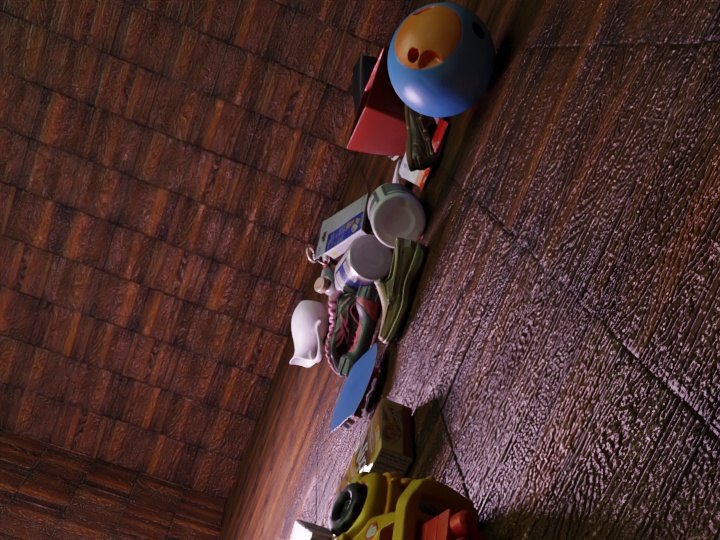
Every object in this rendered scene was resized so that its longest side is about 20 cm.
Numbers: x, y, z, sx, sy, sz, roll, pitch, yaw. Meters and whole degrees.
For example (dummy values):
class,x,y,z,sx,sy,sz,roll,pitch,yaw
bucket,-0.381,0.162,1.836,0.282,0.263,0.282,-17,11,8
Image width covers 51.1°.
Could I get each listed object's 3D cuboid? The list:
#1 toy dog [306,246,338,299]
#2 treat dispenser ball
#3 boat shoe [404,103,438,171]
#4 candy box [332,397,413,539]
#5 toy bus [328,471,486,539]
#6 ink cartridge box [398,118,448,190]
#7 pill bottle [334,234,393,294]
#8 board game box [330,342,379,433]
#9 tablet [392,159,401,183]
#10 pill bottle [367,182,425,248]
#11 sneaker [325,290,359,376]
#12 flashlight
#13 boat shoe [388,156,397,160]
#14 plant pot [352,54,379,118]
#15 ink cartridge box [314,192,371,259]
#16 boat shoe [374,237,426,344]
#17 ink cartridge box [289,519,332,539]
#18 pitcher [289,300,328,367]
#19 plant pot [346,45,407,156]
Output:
class,x,y,z,sx,sy,sz,roll,pitch,yaw
toy dog,-0.085,-0.001,2.376,0.096,0.131,0.203,-25,69,32
treat dispenser ball,0.148,-0.387,1.389,0.201,0.198,0.204,-160,90,-82
boat shoe,0.137,-0.305,1.651,0.070,0.069,0.203,45,-142,-54
candy box,0.018,0.310,1.139,0.116,0.055,0.202,-86,17,-63
toy bus,0.058,0.276,0.749,0.192,0.135,0.201,-48,17,35
ink cartridge box,0.141,-0.279,1.728,0.200,0.047,0.162,-94,24,-74
pill bottle,0.000,0.000,1.794,0.200,0.110,0.112,128,160,-66
board game box,0.003,0.239,1.486,0.200,0.039,0.159,-51,16,54
tablet,0.076,-0.166,1.903,0.131,0.013,0.202,-80,2,-50
pill bottle,0.072,-0.123,1.595,0.200,0.112,0.114,-99,30,-74
sneaker,-0.025,0.147,1.763,0.079,0.094,0.204,7,-97,-61
flashlight,-0.001,0.134,1.639,0.068,0.067,0.203,163,127,-78
boat shoe,0.107,-0.389,2.153,0.201,0.065,0.073,125,162,-63
plant pot,0.069,-0.576,2.458,0.199,0.197,0.180,-169,88,-82
ink cartridge box,-0.047,-0.129,2.359,0.199,0.047,0.199,-32,30,30
boat shoe,0.060,0.036,1.429,0.072,0.075,0.203,152,137,-78
ink cartridge box,-0.079,0.501,1.233,0.200,0.083,0.148,138,150,-73
pitcher,-0.155,0.201,2.419,0.171,0.120,0.203,-15,64,55
plant pot,0.091,-0.408,1.919,0.200,0.174,0.202,123,164,-62
